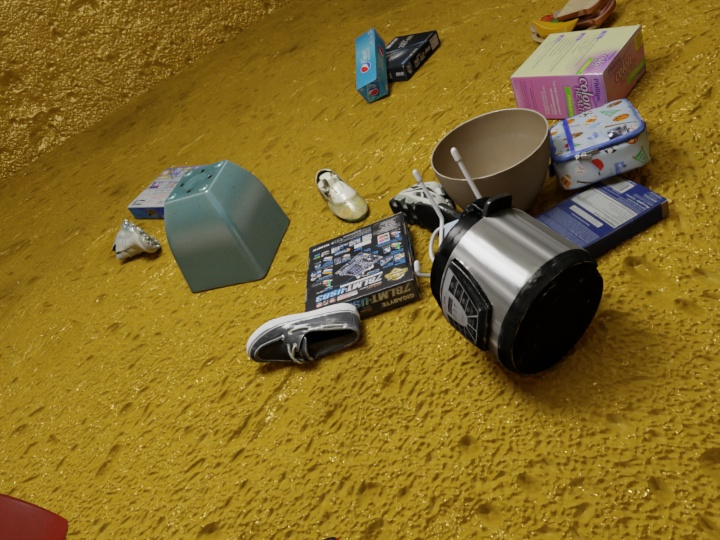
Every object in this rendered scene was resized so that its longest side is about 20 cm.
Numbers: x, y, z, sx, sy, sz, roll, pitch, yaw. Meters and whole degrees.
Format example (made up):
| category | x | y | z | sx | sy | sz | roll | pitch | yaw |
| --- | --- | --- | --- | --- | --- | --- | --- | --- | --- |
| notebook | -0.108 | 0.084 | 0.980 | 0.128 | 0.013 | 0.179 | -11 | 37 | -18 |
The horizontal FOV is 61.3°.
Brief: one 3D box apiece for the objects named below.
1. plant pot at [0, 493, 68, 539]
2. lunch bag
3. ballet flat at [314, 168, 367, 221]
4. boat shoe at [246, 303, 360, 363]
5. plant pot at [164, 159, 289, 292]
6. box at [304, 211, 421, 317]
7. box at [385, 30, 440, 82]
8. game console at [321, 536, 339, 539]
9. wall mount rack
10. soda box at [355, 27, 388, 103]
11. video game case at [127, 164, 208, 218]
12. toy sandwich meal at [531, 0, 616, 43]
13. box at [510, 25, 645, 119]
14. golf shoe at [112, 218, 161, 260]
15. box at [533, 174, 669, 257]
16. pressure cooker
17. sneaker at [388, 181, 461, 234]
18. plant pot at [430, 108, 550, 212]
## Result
| category | x | y | z | sx | sy | sz | roll | pitch | yaw |
| --- | --- | --- | --- | --- | --- | --- | --- | --- | --- |
| plant pot | -0.544 | 0.414 | 0.809 | 0.196 | 0.178 | 0.201 | -27 | 35 | 1 |
| lunch bag | 0.387 | -0.210 | 1.011 | 0.157 | 0.077 | 0.201 | -16 | 24 | 22 |
| ballet flat | -0.048 | -0.166 | 1.291 | 0.070 | 0.072 | 0.200 | -32 | 35 | -7 |
| boat shoe | -0.092 | 0.115 | 0.971 | 0.195 | 0.073 | 0.068 | -16 | 34 | 5 |
| plant pot | -0.295 | -0.108 | 1.270 | 0.191 | 0.202 | 0.199 | -11 | 37 | 24 |
| box | 0.000 | 0.000 | 1.064 | 0.196 | 0.050 | 0.201 | -20 | 37 | 12 |
| box | 0.118 | -0.615 | 1.757 | 0.158 | 0.044 | 0.201 | 10 | 51 | 42 |
| game console | -0.101 | 0.401 | 0.655 | 0.196 | 0.031 | 0.178 | -23 | 31 | 7 |
| wall mount rack | 0.139 | -0.083 | 0.955 | 0.199 | 0.073 | 0.179 | -17 | 69 | 62 |
| soda box | 0.030 | -0.565 | 1.675 | 0.067 | 0.064 | 0.204 | -20 | 54 | 29 |
| video game case | -0.531 | -0.220 | 1.709 | 0.196 | 0.046 | 0.183 | 4 | 47 | 37 |
| toy sandwich meal | 0.507 | -0.617 | 1.468 | 0.201 | 0.071 | 0.207 | -19 | 36 | 14 |
| box | 0.435 | -0.392 | 1.215 | 0.197 | 0.098 | 0.176 | 14 | 52 | 45 |
| golf shoe | -0.568 | -0.059 | 1.528 | 0.198 | 0.078 | 0.098 | 20 | 73 | 54 |
| box | 0.347 | -0.073 | 0.929 | 0.197 | 0.033 | 0.122 | -28 | 35 | -4 |
| pressure cooker | 0.188 | 0.014 | 0.794 | 0.177 | 0.177 | 0.200 | -53 | 47 | 7 |
| sneaker | 0.139 | -0.122 | 1.099 | 0.088 | 0.075 | 0.199 | -41 | 37 | -15 |
| plant pot | 0.231 | -0.159 | 1.028 | 0.196 | 0.136 | 0.202 | -18 | 35 | 13 |
